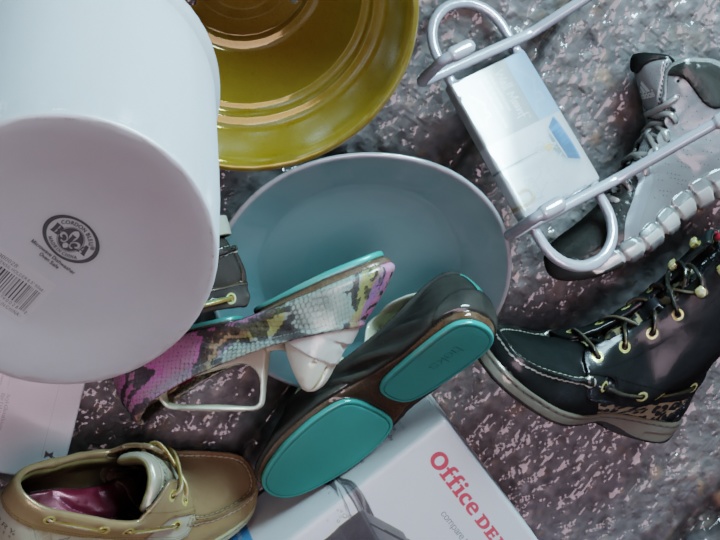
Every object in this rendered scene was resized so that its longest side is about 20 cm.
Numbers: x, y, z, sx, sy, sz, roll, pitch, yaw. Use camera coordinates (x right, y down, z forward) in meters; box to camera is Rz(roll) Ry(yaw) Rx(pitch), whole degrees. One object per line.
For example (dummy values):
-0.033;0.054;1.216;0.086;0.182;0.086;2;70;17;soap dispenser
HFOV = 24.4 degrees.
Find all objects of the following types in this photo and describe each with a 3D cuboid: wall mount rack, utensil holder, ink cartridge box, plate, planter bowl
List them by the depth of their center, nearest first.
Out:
-0.156;-0.059;0.896;0.169;0.200;0.171;-4;121;-6;utensil holder
-0.068;-0.168;1.010;0.199;0.084;0.201;-3;121;-6;planter bowl
0.138;-0.109;1.065;0.173;0.075;0.200;-28;86;-26;wall mount rack
0.000;0.000;1.094;0.199;0.026;0.201;-3;127;-4;plate
0.008;0.197;1.149;0.200;0.084;0.145;-37;112;-1;ink cartridge box

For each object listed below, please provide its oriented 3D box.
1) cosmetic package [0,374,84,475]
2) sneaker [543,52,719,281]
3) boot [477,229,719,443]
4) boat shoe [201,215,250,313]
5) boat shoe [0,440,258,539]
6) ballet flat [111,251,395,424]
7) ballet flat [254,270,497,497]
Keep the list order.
-0.242;0.025;1.052;0.150;0.052;0.201;13;103;-16;cosmetic package
0.190;-0.084;1.124;0.200;0.075;0.116;-32;105;-12;sneaker
0.183;0.033;1.113;0.203;0.074;0.154;18;118;-41;boot
-0.165;0.027;1.004;0.201;0.072;0.061;-21;91;-11;boat shoe
-0.144;0.147;1.069;0.199;0.074;0.066;-8;142;-40;boat shoe
-0.064;0.051;1.061;0.199;0.069;0.071;-19;81;10;ballet flat
0.008;0.072;1.091;0.200;0.069;0.068;-37;131;18;ballet flat
